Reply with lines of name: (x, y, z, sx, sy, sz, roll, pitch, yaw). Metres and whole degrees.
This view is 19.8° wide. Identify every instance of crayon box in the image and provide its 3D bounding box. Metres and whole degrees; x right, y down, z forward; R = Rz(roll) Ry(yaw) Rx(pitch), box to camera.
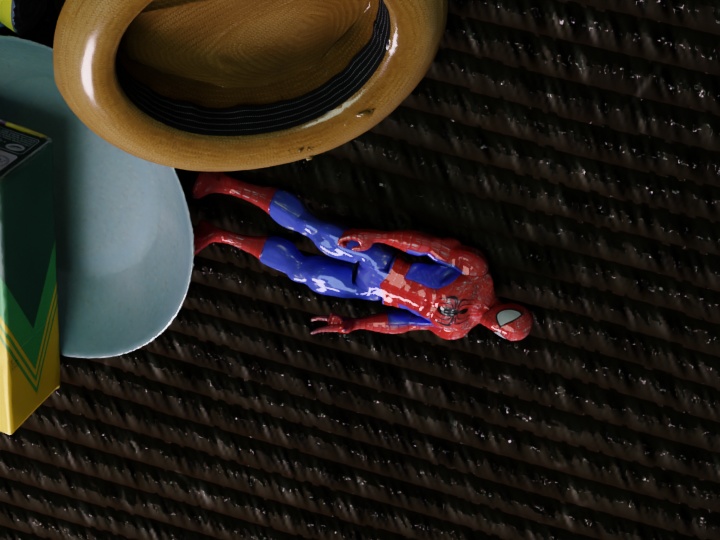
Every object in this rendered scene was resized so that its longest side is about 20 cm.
crayon box: (-0.269, -0.019, 1.173, 0.199, 0.058, 0.174, 19, 127, 20)

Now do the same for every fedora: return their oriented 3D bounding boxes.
fedora: (-0.058, -0.135, 1.034, 0.199, 0.082, 0.201, -10, 141, -8)

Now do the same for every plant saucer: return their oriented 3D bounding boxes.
plant saucer: (-0.173, -0.046, 1.166, 0.199, 0.039, 0.203, 14, 123, 22)

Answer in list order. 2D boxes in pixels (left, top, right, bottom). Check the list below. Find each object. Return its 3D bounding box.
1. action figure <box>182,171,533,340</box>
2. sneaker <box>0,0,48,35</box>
action figure: (0.000, 0.000, 1.135, 0.198, 0.052, 0.066, 17, 119, 7)
sneaker: (-0.191, -0.220, 1.066, 0.078, 0.066, 0.201, 23, 124, 10)
